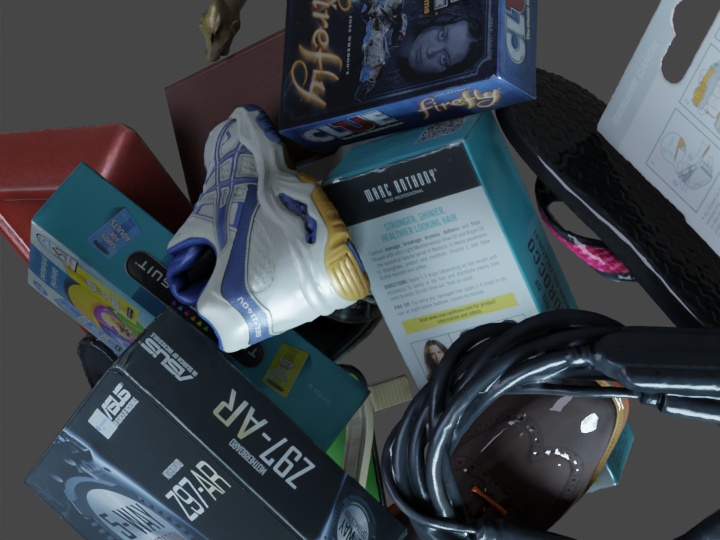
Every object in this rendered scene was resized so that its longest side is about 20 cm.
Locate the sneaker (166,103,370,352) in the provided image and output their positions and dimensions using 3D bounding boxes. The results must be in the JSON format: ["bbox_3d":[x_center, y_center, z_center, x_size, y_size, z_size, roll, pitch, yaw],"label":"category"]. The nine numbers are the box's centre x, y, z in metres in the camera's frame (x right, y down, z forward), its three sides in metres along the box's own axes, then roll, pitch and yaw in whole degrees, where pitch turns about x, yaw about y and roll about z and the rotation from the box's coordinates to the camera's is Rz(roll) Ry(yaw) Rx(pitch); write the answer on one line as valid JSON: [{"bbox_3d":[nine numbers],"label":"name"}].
[{"bbox_3d":[-0.066,-0.025,0.860,0.075,0.088,0.200,64,175,-24],"label":"sneaker"}]

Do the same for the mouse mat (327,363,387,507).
[{"bbox_3d":[-0.034,0.158,1.095,0.161,0.008,0.201,-3,100,49],"label":"mouse mat"}]

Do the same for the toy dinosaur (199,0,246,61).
[{"bbox_3d":[-0.064,-0.223,0.947,0.058,0.101,0.201,1,100,48],"label":"toy dinosaur"}]

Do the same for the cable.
[{"bbox_3d":[0.109,0.096,0.773,0.051,0.199,0.164,-89,-1,-60],"label":"cable"}]

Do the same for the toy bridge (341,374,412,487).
[{"bbox_3d":[0.019,0.167,0.991,0.027,0.067,0.201,-11,92,49],"label":"toy bridge"}]

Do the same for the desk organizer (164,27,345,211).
[{"bbox_3d":[-0.027,-0.096,0.967,0.200,0.072,0.077,-17,86,49],"label":"desk organizer"}]

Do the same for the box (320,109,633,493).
[{"bbox_3d":[0.062,0.023,0.849,0.082,0.049,0.200,-16,110,27],"label":"box"}]

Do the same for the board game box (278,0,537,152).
[{"bbox_3d":[0.025,-0.170,0.838,0.135,0.035,0.201,-11,69,37],"label":"board game box"}]

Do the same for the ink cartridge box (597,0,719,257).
[{"bbox_3d":[0.211,-0.064,0.735,0.200,0.057,0.163,54,135,35],"label":"ink cartridge box"}]

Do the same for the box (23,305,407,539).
[{"bbox_3d":[-0.082,0.120,0.866,0.160,0.044,0.200,43,147,-2],"label":"box"}]

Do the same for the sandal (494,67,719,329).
[{"bbox_3d":[0.126,-0.020,0.816,0.200,0.075,0.045,53,136,20],"label":"sandal"}]

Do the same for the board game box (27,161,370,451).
[{"bbox_3d":[-0.099,0.036,0.962,0.200,0.047,0.151,39,163,-1],"label":"board game box"}]

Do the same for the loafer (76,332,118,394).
[{"bbox_3d":[-0.134,0.129,1.107,0.072,0.063,0.200,-21,102,55],"label":"loafer"}]

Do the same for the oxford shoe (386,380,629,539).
[{"bbox_3d":[0.060,0.122,0.829,0.071,0.073,0.200,37,122,-2],"label":"oxford shoe"}]

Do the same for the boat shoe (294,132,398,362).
[{"bbox_3d":[0.000,0.000,0.934,0.200,0.072,0.071,113,172,-56],"label":"boat shoe"}]

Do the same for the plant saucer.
[{"bbox_3d":[-0.158,-0.005,1.084,0.199,0.037,0.200,2,135,48],"label":"plant saucer"}]
